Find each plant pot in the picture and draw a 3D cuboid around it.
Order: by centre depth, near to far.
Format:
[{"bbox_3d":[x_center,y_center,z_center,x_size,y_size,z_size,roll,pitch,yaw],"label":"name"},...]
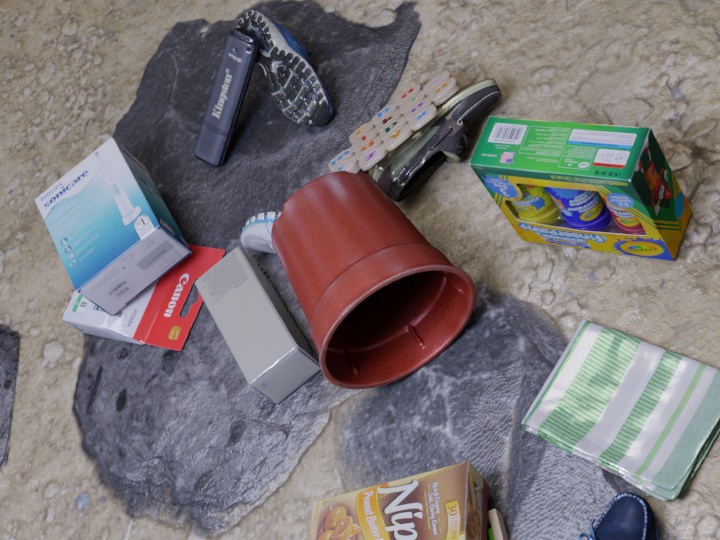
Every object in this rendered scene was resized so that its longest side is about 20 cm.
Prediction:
[{"bbox_3d":[0.000,0.000,1.574,0.201,0.201,0.195,-38,56,6],"label":"plant pot"}]

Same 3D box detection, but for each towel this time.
[{"bbox_3d":[0.286,0.144,1.440,0.200,0.023,0.153,23,75,39],"label":"towel"}]

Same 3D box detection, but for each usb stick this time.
[{"bbox_3d":[-0.189,-0.242,1.902,0.055,0.033,0.200,35,116,32],"label":"usb stick"}]

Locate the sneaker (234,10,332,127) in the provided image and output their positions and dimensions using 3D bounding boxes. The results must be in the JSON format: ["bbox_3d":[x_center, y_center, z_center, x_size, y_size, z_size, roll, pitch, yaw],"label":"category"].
[{"bbox_3d":[-0.092,-0.285,1.899,0.079,0.089,0.200,-44,67,28],"label":"sneaker"}]

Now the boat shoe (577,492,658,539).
[{"bbox_3d":[0.244,0.312,1.333,0.084,0.069,0.200,4,65,33],"label":"boat shoe"}]

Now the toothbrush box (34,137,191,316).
[{"bbox_3d":[-0.343,-0.062,1.857,0.146,0.085,0.200,-39,52,5],"label":"toothbrush box"}]

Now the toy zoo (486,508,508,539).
[{"bbox_3d":[0.074,0.351,1.447,0.200,0.020,0.131,-25,52,17],"label":"toy zoo"}]

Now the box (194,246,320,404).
[{"bbox_3d":[-0.131,0.068,1.716,0.082,0.068,0.200,-38,50,7],"label":"box"}]

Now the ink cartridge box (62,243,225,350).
[{"bbox_3d":[-0.302,0.019,1.867,0.200,0.050,0.161,7,67,37],"label":"ink cartridge box"}]

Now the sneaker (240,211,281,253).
[{"bbox_3d":[-0.076,-0.025,1.739,0.200,0.075,0.087,0,68,32],"label":"sneaker"}]

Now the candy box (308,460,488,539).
[{"bbox_3d":[0.038,0.287,1.456,0.200,0.055,0.116,-19,40,25],"label":"candy box"}]

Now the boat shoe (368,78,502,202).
[{"bbox_3d":[0.105,-0.162,1.715,0.201,0.072,0.066,-37,73,2],"label":"boat shoe"}]

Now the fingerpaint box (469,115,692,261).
[{"bbox_3d":[0.247,-0.091,1.512,0.200,0.167,0.073,10,66,35],"label":"fingerpaint box"}]

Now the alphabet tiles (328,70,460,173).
[{"bbox_3d":[0.042,-0.184,1.739,0.200,0.015,0.196,-39,17,6],"label":"alphabet tiles"}]
